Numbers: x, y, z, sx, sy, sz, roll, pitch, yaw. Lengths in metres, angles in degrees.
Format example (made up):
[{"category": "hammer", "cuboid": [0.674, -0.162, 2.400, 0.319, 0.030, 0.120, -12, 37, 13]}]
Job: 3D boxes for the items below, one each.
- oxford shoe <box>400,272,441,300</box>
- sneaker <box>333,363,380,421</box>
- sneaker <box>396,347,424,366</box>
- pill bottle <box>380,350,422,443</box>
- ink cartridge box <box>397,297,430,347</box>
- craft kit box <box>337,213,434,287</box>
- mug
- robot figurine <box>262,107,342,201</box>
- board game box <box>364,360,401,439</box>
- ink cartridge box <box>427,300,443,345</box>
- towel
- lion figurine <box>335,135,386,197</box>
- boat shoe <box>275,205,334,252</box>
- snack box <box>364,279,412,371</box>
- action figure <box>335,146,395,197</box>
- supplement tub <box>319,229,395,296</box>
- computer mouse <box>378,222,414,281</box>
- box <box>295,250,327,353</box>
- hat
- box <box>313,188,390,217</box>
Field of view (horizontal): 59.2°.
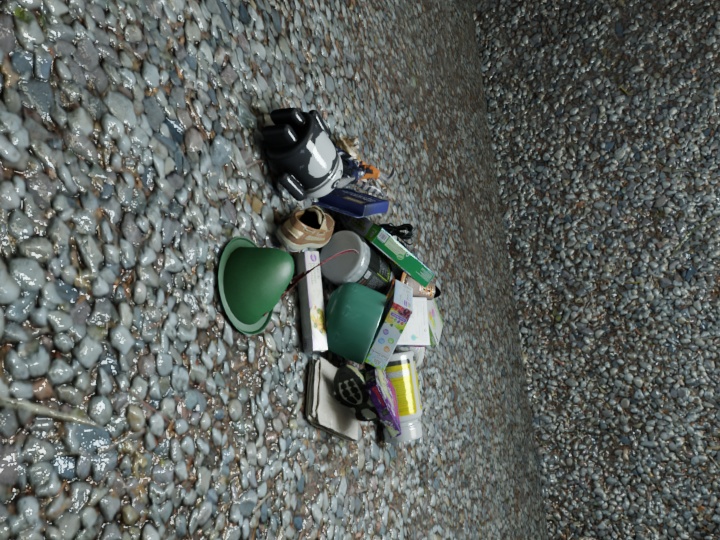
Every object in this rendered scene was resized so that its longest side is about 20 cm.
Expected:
[{"category": "oxford shoe", "cuboid": [0.155, 0.040, 1.636, 0.199, 0.071, 0.074, 9, 94, -64]}, {"category": "sneaker", "cuboid": [-0.008, 0.243, 1.343, 0.202, 0.075, 0.090, 63, 16, -46]}, {"category": "sneaker", "cuboid": [0.105, 0.178, 1.668, 0.087, 0.080, 0.205, -35, 117, -34]}, {"category": "pill bottle", "cuboid": [0.090, 0.304, 1.538, 0.114, 0.111, 0.207, 4, 77, -64]}, {"category": "ink cartridge box", "cuboid": [0.077, 0.127, 1.577, 0.194, 0.042, 0.124, 4, 74, -24]}, {"category": "craft kit box", "cuboid": [0.059, -0.059, 1.500, 0.199, 0.049, 0.197, 39, 3, -32]}, {"category": "mug", "cuboid": [-0.026, 0.115, 1.349, 0.154, 0.111, 0.188, -69, 180, -47]}, {"category": "robot figurine", "cuboid": [-0.115, -0.239, 1.297, 0.201, 0.149, 0.125, 50, 2, -46]}, {"category": "board game box", "cuboid": [0.045, 0.254, 1.347, 0.201, 0.031, 0.123, -94, 162, -75]}, {"category": "ink cartridge box", "cuboid": [0.168, 0.161, 1.808, 0.151, 0.074, 0.202, 66, 26, -26]}, {"category": "towel", "cuboid": [-0.053, 0.273, 1.334, 0.200, 0.033, 0.137, 42, 44, -53]}, {"category": "lion figurine", "cuboid": [-0.003, -0.261, 1.629, 0.124, 0.072, 0.200, 58, 4, 18]}, {"category": "boat shoe", "cuboid": [-0.098, -0.093, 1.311, 0.076, 0.072, 0.199, 43, 25, 6]}, {"category": "snack box", "cuboid": [0.065, 0.115, 1.389, 0.200, 0.052, 0.146, -69, -178, -77]}, {"category": "action figure", "cuboid": [-0.018, -0.214, 1.459, 0.201, 0.187, 0.108, -127, -140, -56]}, {"category": "supplement tub", "cuboid": [0.000, 0.000, 1.455, 0.199, 0.119, 0.127, 37, 47, -55]}, {"category": "computer mouse", "cuboid": [0.081, -0.021, 1.672, 0.052, 0.136, 0.208, -7, 99, -43]}, {"category": "box", "cuboid": [-0.100, 0.064, 1.295, 0.038, 0.041, 0.207, 2, 76, -38]}, {"category": "hat", "cuboid": [-0.129, 0.002, 1.107, 0.167, 0.171, 0.204, 57, 33, -38]}, {"category": "box", "cuboid": [-0.017, -0.161, 1.489, 0.199, 0.118, 0.033, -23, 130, -64]}]
